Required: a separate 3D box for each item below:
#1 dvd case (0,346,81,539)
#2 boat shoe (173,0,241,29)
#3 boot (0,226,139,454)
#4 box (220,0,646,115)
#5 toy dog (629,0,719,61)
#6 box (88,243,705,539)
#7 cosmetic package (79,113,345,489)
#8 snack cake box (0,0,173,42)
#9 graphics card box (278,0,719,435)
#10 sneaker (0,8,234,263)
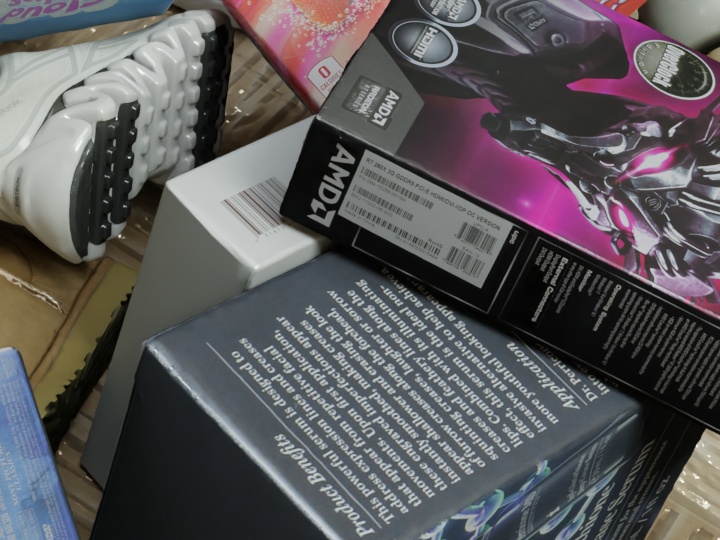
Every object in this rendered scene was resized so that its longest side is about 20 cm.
[{"bbox_3d":[-0.150,0.109,0.664,0.200,0.018,0.143,-15,87,-48],"label":"dvd case"},{"bbox_3d":[-0.006,-0.147,1.093,0.200,0.067,0.074,10,45,-12],"label":"boat shoe"},{"bbox_3d":[-0.196,0.014,0.870,0.200,0.066,0.175,24,31,2],"label":"boot"},{"bbox_3d":[0.048,-0.138,0.974,0.200,0.095,0.103,-40,59,0],"label":"box"},{"bbox_3d":[0.160,-0.106,1.090,0.200,0.096,0.132,37,39,-56],"label":"toy dog"},{"bbox_3d":[0.017,0.069,0.833,0.200,0.149,0.107,-26,61,-38],"label":"box"},{"bbox_3d":[0.000,0.000,0.892,0.200,0.151,0.052,-27,60,-39],"label":"cosmetic package"},{"bbox_3d":[-0.171,-0.143,0.915,0.200,0.067,0.115,-14,79,-26],"label":"snack cake box"},{"bbox_3d":[0.087,-0.026,0.808,0.200,0.051,0.126,27,45,5],"label":"graphics card box"},{"bbox_3d":[-0.105,-0.064,0.948,0.081,0.075,0.200,12,18,14],"label":"sneaker"}]
